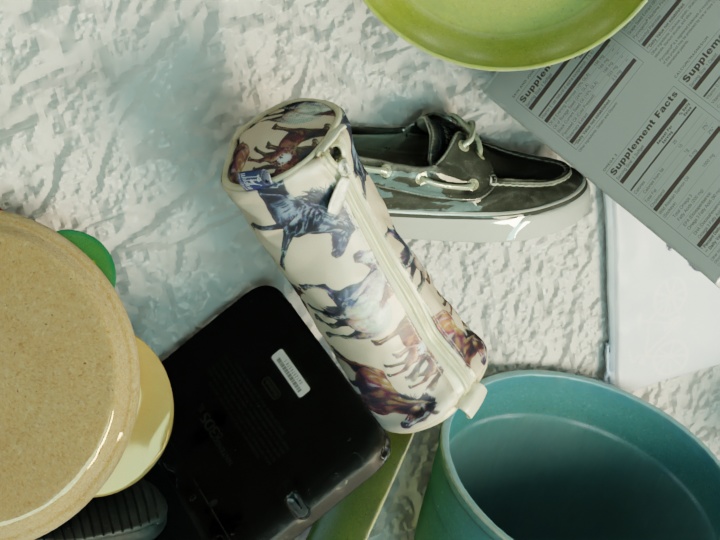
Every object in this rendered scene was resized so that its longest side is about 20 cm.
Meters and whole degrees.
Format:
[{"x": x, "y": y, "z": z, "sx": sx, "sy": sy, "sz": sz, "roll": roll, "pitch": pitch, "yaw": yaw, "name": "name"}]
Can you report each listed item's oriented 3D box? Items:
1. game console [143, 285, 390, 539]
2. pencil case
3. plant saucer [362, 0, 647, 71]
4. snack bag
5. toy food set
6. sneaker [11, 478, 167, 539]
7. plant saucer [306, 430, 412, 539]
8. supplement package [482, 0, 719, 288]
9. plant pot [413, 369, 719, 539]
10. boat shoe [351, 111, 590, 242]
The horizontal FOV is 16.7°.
[{"x": -0.060, "y": 0.135, "z": 1.435, "sx": 0.176, "sy": 0.200, "sz": 0.116, "roll": -39, "pitch": 126, "yaw": 0, "name": "game console"}, {"x": 0.000, "y": 0.000, "z": 1.389, "sx": 0.078, "sy": 0.089, "sz": 0.200, "roll": -41, "pitch": 116, "yaw": -17, "name": "pencil case"}, {"x": 0.081, "y": -0.212, "z": 1.367, "sx": 0.200, "sy": 0.031, "sz": 0.200, "roll": 0, "pitch": 98, "yaw": 2, "name": "plant saucer"}, {"x": 0.246, "y": -0.019, "z": 1.595, "sx": 0.200, "sy": 0.021, "sz": 0.189, "roll": -14, "pitch": 122, "yaw": -16, "name": "snack bag"}, {"x": -0.218, "y": 0.057, "z": 1.371, "sx": 0.200, "sy": 0.049, "sz": 0.198, "roll": -28, "pitch": 92, "yaw": -6, "name": "toy food set"}, {"x": -0.204, "y": 0.175, "z": 1.414, "sx": 0.200, "sy": 0.074, "sz": 0.089, "roll": -14, "pitch": 122, "yaw": -5, "name": "sneaker"}, {"x": -0.017, "y": 0.165, "z": 1.487, "sx": 0.031, "sy": 0.200, "sz": 0.200, "roll": 26, "pitch": 107, "yaw": 1, "name": "plant saucer"}, {"x": 0.211, "y": -0.085, "z": 1.409, "sx": 0.151, "sy": 0.200, "sz": 0.152, "roll": -52, "pitch": 146, "yaw": 7, "name": "supplement package"}, {"x": 0.117, "y": 0.198, "z": 1.564, "sx": 0.200, "sy": 0.200, "sz": 0.188, "roll": 2, "pitch": 129, "yaw": -25, "name": "plant pot"}, {"x": 0.048, "y": -0.058, "z": 1.457, "sx": 0.200, "sy": 0.071, "sz": 0.064, "roll": -2, "pitch": 119, "yaw": -21, "name": "boat shoe"}]
